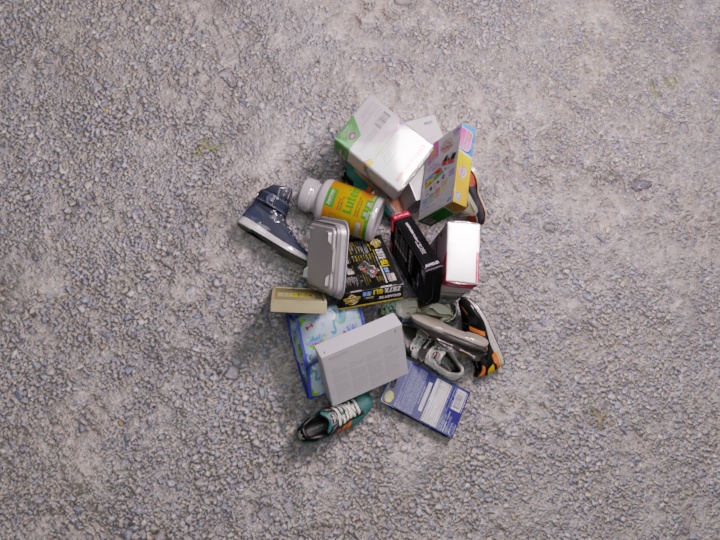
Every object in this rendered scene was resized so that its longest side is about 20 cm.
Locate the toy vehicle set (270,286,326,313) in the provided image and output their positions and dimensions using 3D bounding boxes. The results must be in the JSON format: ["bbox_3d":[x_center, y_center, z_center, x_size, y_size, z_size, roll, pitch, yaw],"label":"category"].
[{"bbox_3d":[-0.142,0.066,1.606,0.121,0.200,0.027,3,96,-6],"label":"toy vehicle set"}]

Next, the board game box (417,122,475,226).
[{"bbox_3d":[0.202,-0.223,1.656,0.040,0.152,0.204,17,70,-23],"label":"board game box"}]

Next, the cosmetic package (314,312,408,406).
[{"bbox_3d":[0.005,0.200,1.581,0.197,0.153,0.052,-21,39,-14],"label":"cosmetic package"}]

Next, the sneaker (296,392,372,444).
[{"bbox_3d":[-0.055,0.340,1.616,0.197,0.080,0.072,-28,81,-16],"label":"sneaker"}]

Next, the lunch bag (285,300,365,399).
[{"bbox_3d":[-0.068,0.182,1.641,0.167,0.127,0.205,-13,96,-18],"label":"lunch bag"}]

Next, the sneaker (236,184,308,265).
[{"bbox_3d":[-0.177,-0.118,1.703,0.200,0.077,0.148,34,74,-4],"label":"sneaker"}]

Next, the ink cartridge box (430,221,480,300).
[{"bbox_3d":[0.223,-0.020,1.689,0.083,0.200,0.149,5,77,-3],"label":"ink cartridge box"}]

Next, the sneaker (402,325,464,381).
[{"bbox_3d":[0.169,0.193,1.695,0.198,0.089,0.075,31,76,-1],"label":"sneaker"}]

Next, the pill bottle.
[{"bbox_3d":[-0.048,-0.154,1.704,0.196,0.111,0.113,20,75,8],"label":"pill bottle"}]

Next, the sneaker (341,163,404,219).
[{"bbox_3d":[0.034,-0.190,1.764,0.201,0.079,0.072,49,35,-14],"label":"sneaker"}]

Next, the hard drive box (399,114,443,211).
[{"bbox_3d":[0.150,-0.274,1.778,0.153,0.077,0.204,-18,82,-25],"label":"hard drive box"}]

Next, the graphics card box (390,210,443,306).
[{"bbox_3d":[0.130,-0.030,1.670,0.050,0.127,0.202,-15,48,-14],"label":"graphics card box"}]

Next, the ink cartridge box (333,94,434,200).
[{"bbox_3d":[0.054,-0.290,1.670,0.199,0.088,0.146,38,80,3],"label":"ink cartridge box"}]

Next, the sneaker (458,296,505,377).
[{"bbox_3d":[0.275,0.166,1.713,0.089,0.070,0.203,-30,100,-11],"label":"sneaker"}]

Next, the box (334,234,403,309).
[{"bbox_3d":[0.000,0.000,1.664,0.156,0.050,0.201,-8,39,-13],"label":"box"}]

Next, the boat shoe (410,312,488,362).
[{"bbox_3d":[0.205,0.161,1.667,0.196,0.067,0.058,21,106,2],"label":"boat shoe"}]

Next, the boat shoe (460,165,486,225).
[{"bbox_3d":[0.266,-0.175,1.746,0.062,0.201,0.071,-38,51,-12],"label":"boat shoe"}]

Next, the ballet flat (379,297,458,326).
[{"bbox_3d":[0.147,0.095,1.718,0.195,0.074,0.076,5,77,-10],"label":"ballet flat"}]

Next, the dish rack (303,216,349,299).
[{"bbox_3d":[-0.084,-0.033,1.596,0.043,0.199,0.176,3,96,-24],"label":"dish rack"}]

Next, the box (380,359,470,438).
[{"bbox_3d":[0.154,0.304,1.696,0.197,0.032,0.123,28,75,-5],"label":"box"}]
